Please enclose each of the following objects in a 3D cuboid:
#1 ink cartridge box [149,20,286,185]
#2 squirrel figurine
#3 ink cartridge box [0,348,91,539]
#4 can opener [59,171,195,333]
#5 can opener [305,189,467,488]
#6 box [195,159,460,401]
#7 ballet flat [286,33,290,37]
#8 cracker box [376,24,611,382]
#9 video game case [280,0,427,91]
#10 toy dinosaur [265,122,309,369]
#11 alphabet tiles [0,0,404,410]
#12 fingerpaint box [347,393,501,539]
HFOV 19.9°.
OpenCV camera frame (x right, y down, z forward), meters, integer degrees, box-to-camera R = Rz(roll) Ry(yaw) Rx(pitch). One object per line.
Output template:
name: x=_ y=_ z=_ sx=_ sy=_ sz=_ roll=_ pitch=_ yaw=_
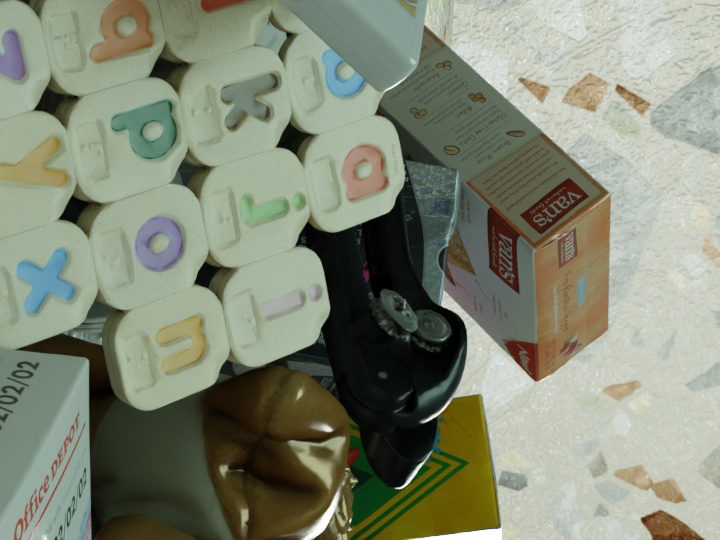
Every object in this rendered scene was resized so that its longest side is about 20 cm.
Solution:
ink cartridge box: x=-0.075 y=-0.110 z=0.835 sx=0.117 sy=0.067 sz=0.201 roll=-64 pitch=145 yaw=-70
squirrel figurine: x=-0.078 y=0.143 z=0.875 sx=0.200 sy=0.141 sz=0.187 roll=45 pitch=57 yaw=-62
ink cartridge box: x=-0.136 y=0.103 z=0.690 sx=0.115 sy=0.068 sz=0.201 roll=-73 pitch=167 yaw=-61
can opener: x=-0.105 y=-0.033 z=0.907 sx=0.200 sy=0.052 sz=0.067 roll=-73 pitch=168 yaw=-63
can opener: x=0.000 y=0.000 z=0.925 sx=0.079 sy=0.063 sz=0.200 roll=-54 pitch=-145 yaw=37
box: x=-0.033 y=0.016 z=1.084 sx=0.200 sy=0.132 sz=0.115 roll=125 pitch=-25 yaw=-74
ballet flat: x=0.006 y=-0.143 z=0.968 sx=0.200 sy=0.073 sz=0.073 roll=-59 pitch=174 yaw=2
cracker box: x=0.050 y=-0.049 z=1.118 sx=0.058 sy=0.200 sz=0.134 roll=-36 pitch=150 yaw=-17
video game case: x=-0.038 y=-0.183 z=0.767 sx=0.182 sy=0.023 sz=0.200 roll=41 pitch=32 yaw=-23
toy dinosaur: x=-0.033 y=-0.044 z=0.915 sx=0.047 sy=0.088 sz=0.201 roll=29 pitch=71 yaw=-36
alphabet tiles: x=-0.069 y=-0.055 z=0.759 sx=0.195 sy=0.015 sz=0.201 roll=-22 pitch=109 yaw=-34
fingerpaint box: x=-0.009 y=0.126 z=1.108 sx=0.200 sy=0.166 sz=0.074 roll=76 pitch=7 yaw=-78
